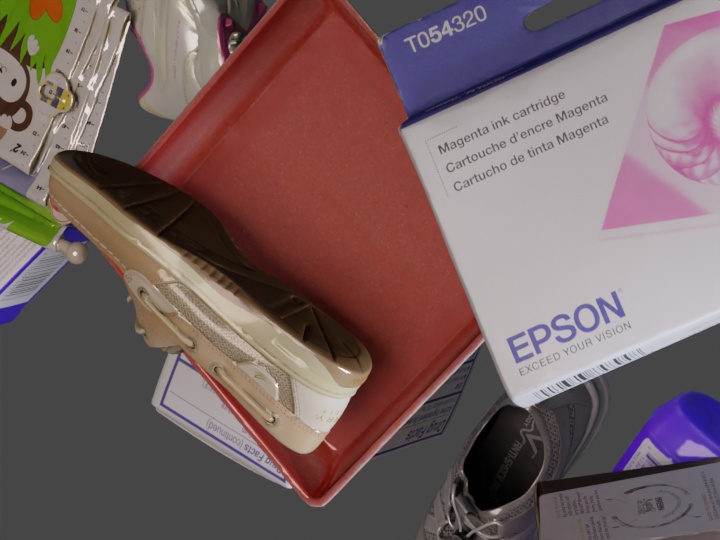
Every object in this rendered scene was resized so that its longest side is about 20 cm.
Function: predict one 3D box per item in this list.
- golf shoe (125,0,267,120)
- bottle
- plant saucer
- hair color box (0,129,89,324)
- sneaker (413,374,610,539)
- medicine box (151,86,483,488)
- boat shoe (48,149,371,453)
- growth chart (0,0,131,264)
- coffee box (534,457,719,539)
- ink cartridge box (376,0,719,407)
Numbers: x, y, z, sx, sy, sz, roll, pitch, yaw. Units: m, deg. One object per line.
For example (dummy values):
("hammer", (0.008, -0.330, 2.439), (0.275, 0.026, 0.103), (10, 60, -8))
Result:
("golf shoe", (-0.107, -0.181, 1.663), (0.091, 0.075, 0.201), (-7, 92, 33))
("bottle", (0.152, 0.164, 1.565), (0.083, 0.065, 0.200), (37, 113, 13))
("plant saucer", (-0.016, -0.017, 1.444), (0.200, 0.037, 0.200), (50, 116, 14))
("hair color box", (-0.257, -0.074, 1.763), (0.109, 0.065, 0.200), (-42, 78, 25))
("sneaker", (0.065, 0.135, 1.600), (0.075, 0.082, 0.200), (31, 110, 22))
("medicine box", (0.000, 0.000, 1.562), (0.103, 0.182, 0.201), (30, 109, 23))
("boat shoe", (-0.088, 0.014, 1.426), (0.200, 0.071, 0.065), (39, 112, 17))
("growth chart", (-0.203, -0.119, 1.688), (0.144, 0.018, 0.201), (18, 101, 25))
("coffee box", (0.197, 0.162, 1.477), (0.199, 0.080, 0.113), (-8, 115, 7))
("ink cartridge box", (0.125, -0.064, 1.343), (0.196, 0.043, 0.201), (-25, 79, 10))
